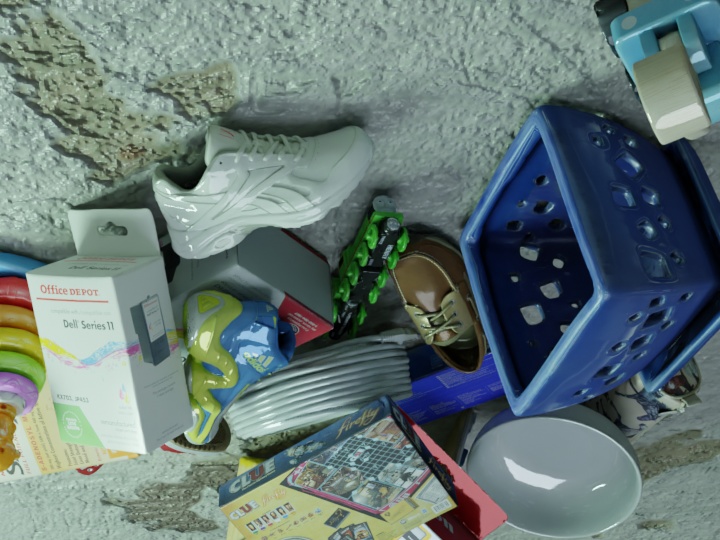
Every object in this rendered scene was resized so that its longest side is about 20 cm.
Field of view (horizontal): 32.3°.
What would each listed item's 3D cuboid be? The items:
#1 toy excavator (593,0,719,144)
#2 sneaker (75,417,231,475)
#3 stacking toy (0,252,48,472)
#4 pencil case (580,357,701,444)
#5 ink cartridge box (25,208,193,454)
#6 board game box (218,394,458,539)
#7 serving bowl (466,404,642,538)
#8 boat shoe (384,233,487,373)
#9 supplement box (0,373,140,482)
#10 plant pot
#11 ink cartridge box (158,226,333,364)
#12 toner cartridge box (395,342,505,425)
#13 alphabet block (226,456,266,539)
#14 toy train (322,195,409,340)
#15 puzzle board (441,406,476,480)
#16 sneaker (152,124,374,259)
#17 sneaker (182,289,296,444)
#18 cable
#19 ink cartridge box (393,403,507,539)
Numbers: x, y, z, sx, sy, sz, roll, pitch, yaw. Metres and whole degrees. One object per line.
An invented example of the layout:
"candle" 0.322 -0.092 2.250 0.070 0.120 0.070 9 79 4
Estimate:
"toy excavator" 0.237 -0.142 0.901 0.099 0.202 0.194 -22 142 21
"sneaker" -0.252 0.185 1.397 0.198 0.072 0.113 17 135 -18
"stacking toy" -0.329 0.096 1.148 0.115 0.202 0.110 19 138 -32
"pencil case" 0.309 0.160 1.431 0.077 0.090 0.201 3 145 -25
"ink cartridge box" -0.224 0.051 1.092 0.116 0.203 0.067 1 -164 36
"board game box" -0.022 0.222 1.226 0.198 0.035 0.136 -29 118 12
"serving bowl" 0.222 0.216 1.419 0.197 0.066 0.202 8 130 9
"boat shoe" 0.085 0.037 1.238 0.075 0.075 0.200 -19 143 18
"supplement box" -0.329 0.139 1.274 0.197 0.074 0.128 -12 111 7
"plant pot" 0.220 -0.006 1.101 0.177 0.202 0.201 0 145 -21
"ink cartridge box" -0.146 0.034 1.190 0.199 0.084 0.145 -27 140 27
"toner cartridge box" 0.094 0.118 1.380 0.198 0.044 0.095 -22 141 20
"alphabet block" -0.050 0.341 1.473 0.193 0.203 0.196 11 174 -22
"toy train" 0.000 0.000 1.188 0.041 0.057 0.201 5 145 -17
"puzzle board" 0.100 0.252 1.479 0.017 0.152 0.201 18 142 1
"sneaker" -0.087 -0.084 1.046 0.198 0.078 0.100 -23 123 7
"sneaker" -0.113 0.096 1.145 0.103 0.076 0.201 -1 143 -9
"cable" -0.043 0.122 1.284 0.198 0.070 0.200 -13 172 -22
"ink cartridge box" 0.036 0.272 1.321 0.175 0.084 0.200 -42 105 15
